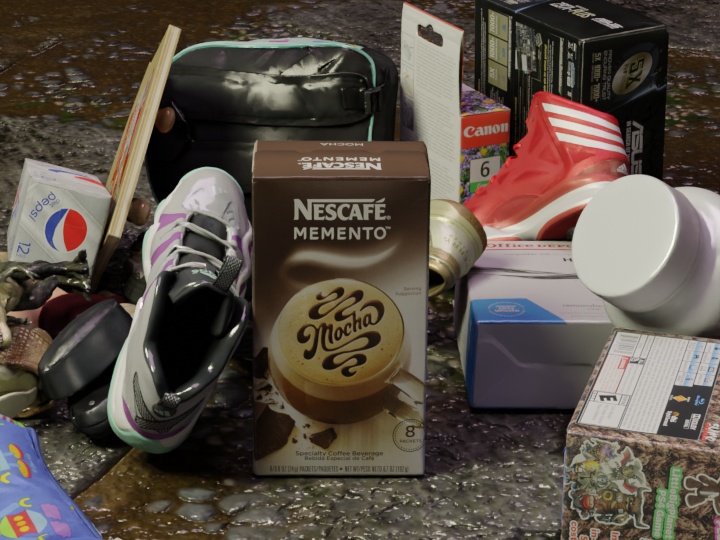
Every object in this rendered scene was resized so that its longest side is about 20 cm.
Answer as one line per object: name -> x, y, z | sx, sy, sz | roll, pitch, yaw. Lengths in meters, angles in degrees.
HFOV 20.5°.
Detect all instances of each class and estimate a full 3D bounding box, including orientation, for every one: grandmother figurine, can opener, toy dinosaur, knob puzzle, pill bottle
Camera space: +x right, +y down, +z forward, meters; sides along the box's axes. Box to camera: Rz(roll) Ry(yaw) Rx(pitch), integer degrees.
grandmother figurine -> -0.215, 0.033, 1.434 | 0.199, 0.061, 0.121 | 14, 33, 37
can opener -> -0.124, 0.038, 1.336 | 0.200, 0.079, 0.063 | -38, 46, -25
toy dinosaur -> -0.228, 0.009, 1.355 | 0.087, 0.048, 0.200 | -8, 12, -8
knob puzzle -> -0.177, -0.070, 1.550 | 0.030, 0.221, 0.220 | 17, 19, -11
pill bottle -> 0.226, 0.012, 1.302 | 0.199, 0.111, 0.110 | 28, -3, -44

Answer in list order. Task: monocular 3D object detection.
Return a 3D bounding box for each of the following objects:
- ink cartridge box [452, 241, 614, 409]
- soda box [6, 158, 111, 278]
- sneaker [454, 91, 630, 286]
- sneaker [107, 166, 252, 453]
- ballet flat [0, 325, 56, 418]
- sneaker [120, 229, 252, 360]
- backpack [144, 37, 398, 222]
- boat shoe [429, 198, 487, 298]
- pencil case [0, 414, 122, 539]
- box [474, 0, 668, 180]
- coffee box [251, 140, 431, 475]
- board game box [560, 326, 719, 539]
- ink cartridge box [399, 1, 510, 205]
ink cartridge box -> 0.128, 0.029, 1.434 | 0.115, 0.067, 0.200 | 0, 21, -2
soda box -> -0.233, -0.041, 1.527 | 0.063, 0.069, 0.200 | 14, 4, -12
sneaker -> 0.126, -0.064, 1.526 | 0.199, 0.117, 0.078 | -18, -31, 34
sneaker -> -0.097, 0.007, 1.253 | 0.077, 0.202, 0.140 | 16, -25, -13
ballet flat -> -0.286, 0.082, 1.298 | 0.198, 0.071, 0.065 | -15, 45, -25
sneaker -> -0.088, 0.015, 1.455 | 0.199, 0.078, 0.085 | 24, 5, 43
backpack -> -0.071, -0.103, 1.629 | 0.198, 0.178, 0.153 | 3, 4, 9
boat shoe -> 0.000, 0.000, 1.446 | 0.199, 0.073, 0.063 | -19, 28, 43
pencil case -> -0.189, 0.147, 1.106 | 0.087, 0.078, 0.200 | -37, 32, -10
box -> 0.168, -0.117, 1.625 | 0.085, 0.202, 0.164 | -12, 24, -26
coffee box -> -0.013, 0.023, 1.261 | 0.112, 0.202, 0.080 | 0, 21, -1
board game box -> 0.229, 0.117, 1.168 | 0.198, 0.098, 0.160 | 7, 22, 16
ink cartridge box -> 0.075, -0.108, 1.600 | 0.050, 0.202, 0.109 | -9, 23, -24
